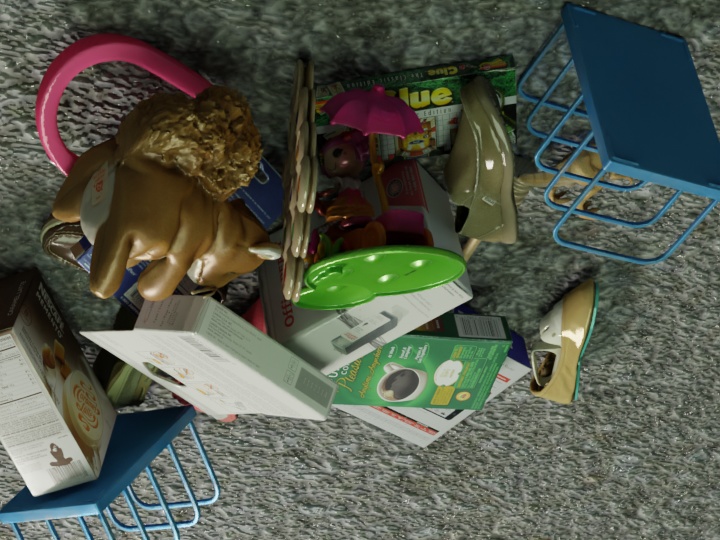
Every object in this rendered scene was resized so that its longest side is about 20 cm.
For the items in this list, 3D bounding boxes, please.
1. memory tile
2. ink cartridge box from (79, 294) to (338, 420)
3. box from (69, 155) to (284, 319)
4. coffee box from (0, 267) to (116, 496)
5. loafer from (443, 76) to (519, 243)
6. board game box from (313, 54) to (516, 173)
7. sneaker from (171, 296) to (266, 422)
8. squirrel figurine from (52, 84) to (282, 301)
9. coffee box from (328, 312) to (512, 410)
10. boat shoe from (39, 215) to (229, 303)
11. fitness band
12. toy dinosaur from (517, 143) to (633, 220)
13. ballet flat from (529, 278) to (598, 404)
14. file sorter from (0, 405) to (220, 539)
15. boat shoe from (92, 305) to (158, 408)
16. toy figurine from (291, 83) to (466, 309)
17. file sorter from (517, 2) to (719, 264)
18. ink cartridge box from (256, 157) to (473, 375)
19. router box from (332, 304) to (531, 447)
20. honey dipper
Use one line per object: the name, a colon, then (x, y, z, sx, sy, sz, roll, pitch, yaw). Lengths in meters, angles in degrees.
memory tile: (-0.057, -0.085, 1.573, 0.017, 0.201, 0.154, 5, 130, -7)
ink cartridge box: (-0.149, 0.087, 1.696, 0.175, 0.045, 0.200, 0, 152, 43)
box: (-0.170, -0.046, 1.678, 0.200, 0.032, 0.121, -42, 122, 1)
coffee box: (-0.336, 0.116, 1.773, 0.079, 0.115, 0.201, -16, 119, 13)
loafer: (0.113, -0.098, 1.661, 0.067, 0.076, 0.201, -12, 132, 1)
board game box: (0.053, -0.151, 1.668, 0.198, 0.024, 0.105, -9, 137, -1)
sneaker: (-0.145, 0.094, 1.864, 0.086, 0.074, 0.200, 14, 134, -23)
squirrel figurine: (-0.149, -0.065, 1.543, 0.186, 0.142, 0.201, 17, 108, -37)
coffee box: (0.053, 0.095, 1.853, 0.198, 0.044, 0.123, 3, 137, -15)
boat shoe: (-0.223, -0.007, 1.730, 0.201, 0.075, 0.075, 10, 135, -22)
fitness band: (-0.207, -0.132, 1.580, 0.199, 0.037, 0.144, 29, 102, -33)
toy dinosaur: (0.214, -0.100, 1.728, 0.199, 0.060, 0.107, -21, 142, -26)
ballet flat: (0.226, 0.084, 1.939, 0.063, 0.069, 0.201, 6, 137, 2)
file sorter: (-0.264, 0.254, 1.866, 0.138, 0.200, 0.123, -9, 112, 31)
boat shoe: (-0.231, 0.086, 1.840, 0.063, 0.074, 0.201, 6, 140, -28)
toy figurine: (0.002, -0.076, 1.602, 0.149, 0.186, 0.200, 6, 161, -33)
file sorter: (0.240, -0.123, 1.605, 0.138, 0.201, 0.123, 12, 137, -24)
ink cartridge box: (0.000, 0.000, 1.731, 0.199, 0.146, 0.085, -27, 139, 19)
router box: (0.062, 0.107, 1.939, 0.199, 0.049, 0.179, 28, 126, -36)
honey dipper: (0.126, -0.039, 1.798, 0.038, 0.038, 0.200, 9, 137, -22)
